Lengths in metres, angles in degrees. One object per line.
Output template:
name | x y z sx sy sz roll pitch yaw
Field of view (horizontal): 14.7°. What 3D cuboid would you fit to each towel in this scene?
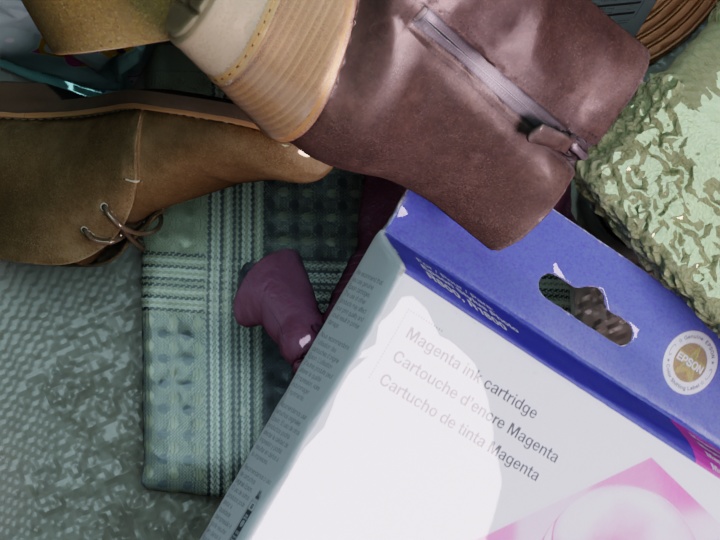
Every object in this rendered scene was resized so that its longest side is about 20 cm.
towel | 0.000 0.000 1.200 0.192 0.035 0.201 2 81 -6
towel | 0.193 -0.019 1.104 0.200 0.036 0.148 43 86 2

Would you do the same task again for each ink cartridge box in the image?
ink cartridge box | 0.059 0.082 1.085 0.196 0.043 0.201 32 88 -27

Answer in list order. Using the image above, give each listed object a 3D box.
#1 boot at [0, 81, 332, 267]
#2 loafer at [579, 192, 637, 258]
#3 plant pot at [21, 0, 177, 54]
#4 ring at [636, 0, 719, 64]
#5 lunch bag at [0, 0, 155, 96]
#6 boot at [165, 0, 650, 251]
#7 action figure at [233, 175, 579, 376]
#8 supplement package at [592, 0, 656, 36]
boot | -0.086 -0.036 1.127 0.073 0.199 0.076 15 79 -49
loafer | 0.177 -0.086 1.223 0.072 0.063 0.200 42 76 0
plant pot | -0.088 -0.186 1.030 0.186 0.186 0.201 -11 98 -11
ring | 0.082 -0.181 1.251 0.199 0.019 0.201 2 78 -8
lunch bag | -0.160 -0.182 1.158 0.199 0.122 0.171 18 77 -3
boot | 0.041 -0.120 0.999 0.166 0.072 0.200 28 102 -30
action figure | 0.025 0.014 1.115 0.134 0.149 0.200 32 65 -6
supplement package | 0.053 -0.194 1.131 0.150 0.200 0.153 -3 74 -8
